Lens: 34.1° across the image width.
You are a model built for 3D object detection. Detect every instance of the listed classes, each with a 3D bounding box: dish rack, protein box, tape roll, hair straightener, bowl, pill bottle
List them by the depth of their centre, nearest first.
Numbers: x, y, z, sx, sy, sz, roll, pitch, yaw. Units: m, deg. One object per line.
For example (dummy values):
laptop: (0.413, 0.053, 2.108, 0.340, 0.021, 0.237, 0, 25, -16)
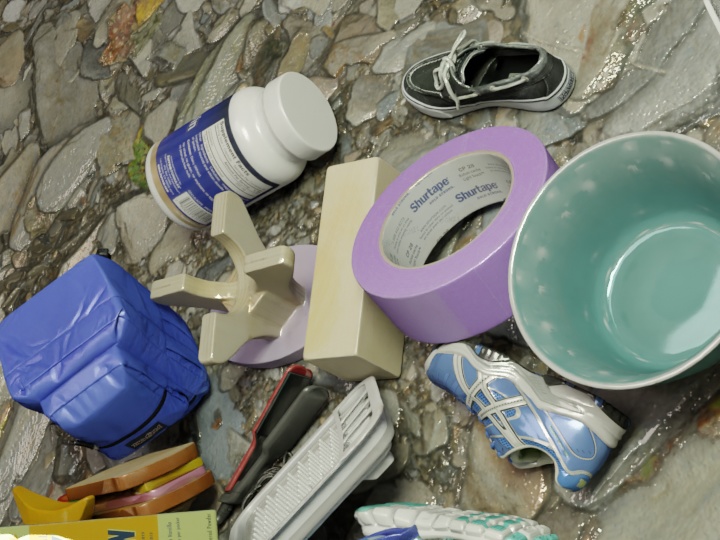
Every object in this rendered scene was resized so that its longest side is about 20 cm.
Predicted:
bowl: (0.226, 0.004, 0.903, 0.201, 0.105, 0.201, -15, 64, 34)
tape roll: (0.091, -0.034, 1.031, 0.200, 0.066, 0.200, -27, 34, 20)
dish rack: (-0.039, 0.191, 1.043, 0.200, 0.044, 0.172, -47, 8, 3)
protein box: (-0.230, 0.307, 1.044, 0.199, 0.200, 0.135, 115, 150, -64)
hair straightener: (-0.092, 0.193, 1.151, 0.200, 0.041, 0.077, -56, 44, 6)
pill bottle: (-0.130, -0.131, 1.289, 0.200, 0.116, 0.116, -25, 55, 30)

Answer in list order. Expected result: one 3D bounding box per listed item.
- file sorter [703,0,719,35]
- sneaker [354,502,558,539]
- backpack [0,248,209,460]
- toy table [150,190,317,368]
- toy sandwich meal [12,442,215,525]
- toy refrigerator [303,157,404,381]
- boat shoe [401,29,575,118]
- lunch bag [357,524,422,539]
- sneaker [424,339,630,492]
file sorter: (0.373, -0.186, 0.854, 0.200, 0.124, 0.139, -33, 51, 27)
sneaker: (0.080, 0.243, 0.963, 0.200, 0.078, 0.091, -4, 84, 45)
backpack: (-0.259, 0.111, 1.228, 0.162, 0.200, 0.168, -32, 57, 9)
toy table: (-0.113, 0.024, 1.199, 0.200, 0.117, 0.184, -27, 54, 29)
toy sandwich meal: (-0.254, 0.224, 1.182, 0.205, 0.205, 0.070, -8, 94, 40)
toy refrigerator: (0.000, 0.000, 1.132, 0.070, 0.076, 0.200, -8, 66, 35)
boat shoe: (0.107, -0.190, 1.134, 0.199, 0.068, 0.074, 15, 80, 45)
lunch bag: (0.008, 0.294, 0.905, 0.200, 0.127, 0.170, 123, 131, -71)
sneaker: (0.121, 0.115, 0.969, 0.200, 0.076, 0.077, 21, 80, 47)
